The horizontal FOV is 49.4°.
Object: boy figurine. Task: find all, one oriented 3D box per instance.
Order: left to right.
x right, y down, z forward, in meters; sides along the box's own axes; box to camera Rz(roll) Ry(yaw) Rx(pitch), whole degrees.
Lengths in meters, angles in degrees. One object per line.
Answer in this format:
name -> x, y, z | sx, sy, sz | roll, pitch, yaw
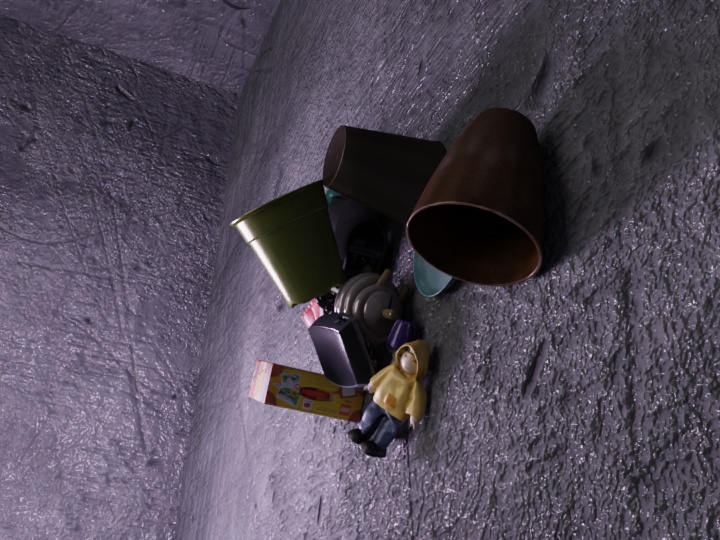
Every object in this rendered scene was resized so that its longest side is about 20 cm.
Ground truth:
boy figurine -> 0.060, 0.208, 1.278 | 0.124, 0.064, 0.202 | 39, 106, 36

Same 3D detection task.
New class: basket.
basket -> 0.040, -0.179, 1.425 | 0.136, 0.196, 0.184 | 140, 140, -58

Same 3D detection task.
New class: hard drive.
hard drive -> -0.037, 0.147, 1.410 | 0.199, 0.042, 0.138 | -7, 103, 69

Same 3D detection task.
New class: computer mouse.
computer mouse -> 0.000, 0.000, 1.580 | 0.204, 0.136, 0.053 | -71, -19, -1

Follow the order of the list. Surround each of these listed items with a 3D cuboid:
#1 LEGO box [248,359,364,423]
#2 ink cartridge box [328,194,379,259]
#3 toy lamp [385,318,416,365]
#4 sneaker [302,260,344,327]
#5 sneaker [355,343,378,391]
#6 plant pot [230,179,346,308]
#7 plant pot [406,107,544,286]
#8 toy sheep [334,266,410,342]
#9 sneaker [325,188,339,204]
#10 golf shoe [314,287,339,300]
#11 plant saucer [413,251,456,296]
LEGO box -> -0.108, 0.239, 1.558 | 0.148, 0.196, 0.079 | 172, 112, -70
ink cartridge box -> -0.013, -0.117, 1.598 | 0.196, 0.043, 0.203 | -26, -38, -60
toy lamp -> 0.057, 0.186, 1.348 | 0.058, 0.057, 0.205 | -165, 86, -70
sneaker -> -0.085, 0.055, 1.810 | 0.112, 0.070, 0.204 | -40, 42, 54
sneaker -> -0.006, 0.153, 1.549 | 0.076, 0.069, 0.201 | -57, 32, 18
plant pot -> -0.115, -0.041, 1.464 | 0.193, 0.197, 0.199 | 65, 157, -2
plant pot -> 0.177, -0.115, 1.074 | 0.187, 0.184, 0.203 | -40, 26, 59
toy sheep -> 0.019, 0.066, 1.432 | 0.199, 0.135, 0.141 | -179, 102, -69
sneaker -> -0.056, -0.089, 1.692 | 0.080, 0.070, 0.202 | -49, -28, -31
golf shoe -> -0.065, 0.025, 1.679 | 0.199, 0.077, 0.096 | 34, 124, 35
plant saucer -> 0.144, -0.054, 1.308 | 0.200, 0.027, 0.205 | -166, 89, -71
